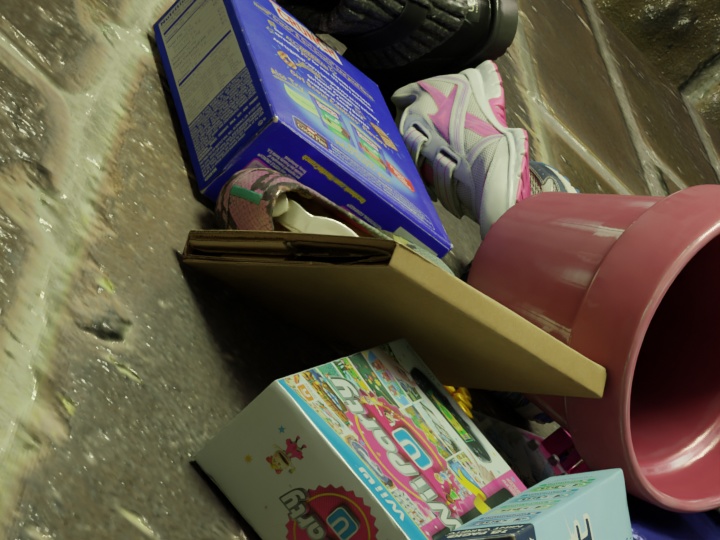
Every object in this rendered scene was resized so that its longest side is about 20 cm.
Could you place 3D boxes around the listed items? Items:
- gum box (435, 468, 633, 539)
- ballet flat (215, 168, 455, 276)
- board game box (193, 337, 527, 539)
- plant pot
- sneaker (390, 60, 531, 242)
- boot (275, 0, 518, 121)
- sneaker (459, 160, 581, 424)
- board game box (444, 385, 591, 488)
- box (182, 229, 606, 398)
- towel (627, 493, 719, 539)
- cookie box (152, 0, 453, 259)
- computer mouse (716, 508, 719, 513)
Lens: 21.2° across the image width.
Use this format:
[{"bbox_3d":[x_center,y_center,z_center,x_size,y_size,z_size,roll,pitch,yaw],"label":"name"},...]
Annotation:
[{"bbox_3d":[0.095,0.193,0.917,0.200,0.045,0.170,-9,90,-70],"label":"gum box"},{"bbox_3d":[0.000,0.000,1.177,0.200,0.069,0.071,32,-5,-33],"label":"ballet flat"},{"bbox_3d":[0.018,0.118,0.991,0.148,0.064,0.200,50,18,9],"label":"board game box"},{"bbox_3d":[0.171,0.033,1.224,0.179,0.200,0.200,22,-7,47],"label":"plant pot"},{"bbox_3d":[0.069,-0.073,1.352,0.200,0.088,0.081,-105,-172,-58],"label":"sneaker"},{"bbox_3d":[-0.003,-0.175,1.433,0.158,0.211,0.079,5,67,-34],"label":"boot"},{"bbox_3d":[0.111,0.004,1.363,0.085,0.077,0.200,20,56,-31],"label":"sneaker"},{"bbox_3d":[0.135,0.166,1.229,0.200,0.026,0.200,24,29,-52],"label":"board game box"},{"bbox_3d":[0.021,0.026,1.091,0.163,0.021,0.200,2,-22,43],"label":"box"},{"bbox_3d":[0.209,0.193,1.237,0.148,0.050,0.200,43,16,7],"label":"towel"},{"bbox_3d":[-0.042,-0.090,1.275,0.171,0.075,0.200,35,21,-35],"label":"cookie box"},{"bbox_3d":[0.316,0.204,1.361,0.140,0.046,0.200,15,53,-15],"label":"computer mouse"}]
